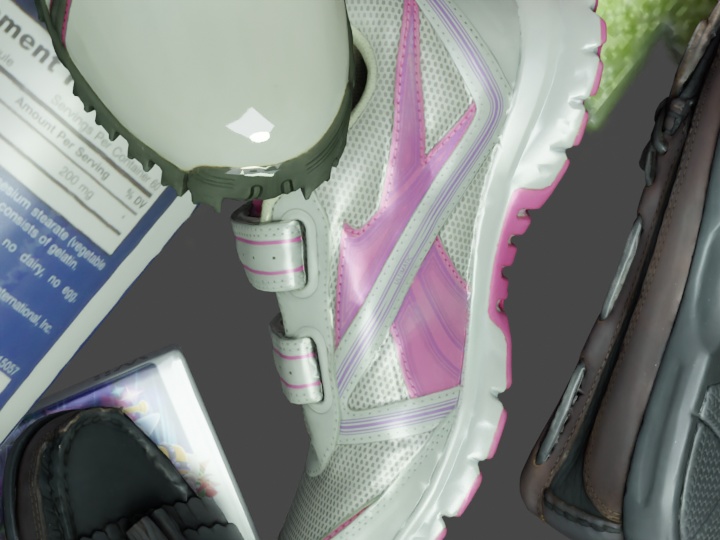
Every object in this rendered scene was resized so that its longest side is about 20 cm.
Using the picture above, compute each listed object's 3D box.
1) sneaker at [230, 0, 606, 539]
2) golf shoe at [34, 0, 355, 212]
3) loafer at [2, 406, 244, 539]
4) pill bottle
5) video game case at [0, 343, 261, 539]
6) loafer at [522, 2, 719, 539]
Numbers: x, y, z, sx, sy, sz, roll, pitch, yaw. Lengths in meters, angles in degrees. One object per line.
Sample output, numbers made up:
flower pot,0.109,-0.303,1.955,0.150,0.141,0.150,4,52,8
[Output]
sneaker,0.000,0.000,0.814,0.088,0.081,0.201,15,89,-13
golf shoe,-0.049,-0.114,0.694,0.077,0.088,0.201,-13,76,-11
loafer,-0.036,0.127,0.795,0.072,0.063,0.201,-19,85,-38
pill bottle,-0.099,-0.039,0.778,0.111,0.111,0.200,40,88,-10
video game case,-0.119,0.126,0.848,0.199,0.018,0.144,-23,99,-4
loafer,0.096,-0.015,0.813,0.063,0.072,0.201,12,82,35
